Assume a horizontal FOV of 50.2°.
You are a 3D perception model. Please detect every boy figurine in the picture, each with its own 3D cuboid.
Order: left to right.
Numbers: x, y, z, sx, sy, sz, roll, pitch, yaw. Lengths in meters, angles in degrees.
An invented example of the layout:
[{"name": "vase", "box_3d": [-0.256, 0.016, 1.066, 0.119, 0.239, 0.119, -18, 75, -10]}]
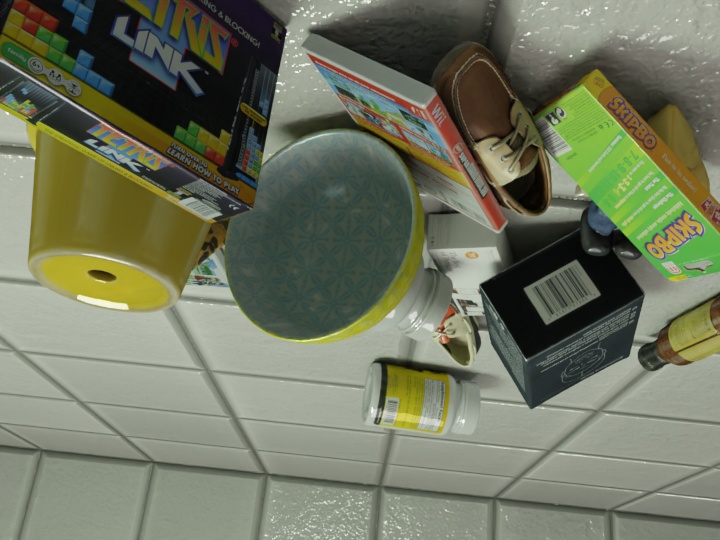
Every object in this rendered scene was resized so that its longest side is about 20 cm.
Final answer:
[{"name": "boy figurine", "box_3d": [0.270, -0.079, 0.720, 0.123, 0.065, 0.200, 9, 158, 3]}]

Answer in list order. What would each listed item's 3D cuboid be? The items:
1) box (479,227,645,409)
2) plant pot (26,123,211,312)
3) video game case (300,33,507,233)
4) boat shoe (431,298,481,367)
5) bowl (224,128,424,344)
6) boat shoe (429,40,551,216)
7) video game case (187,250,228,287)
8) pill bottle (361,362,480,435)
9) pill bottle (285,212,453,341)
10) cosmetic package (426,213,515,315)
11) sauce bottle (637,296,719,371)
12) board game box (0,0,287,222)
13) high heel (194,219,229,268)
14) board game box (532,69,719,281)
[{"name": "box", "box_3d": [0.236, 0.061, 0.912, 0.147, 0.108, 0.200, -28, 151, -1]}, {"name": "plant pot", "box_3d": [-0.210, -0.074, 0.694, 0.198, 0.191, 0.201, 6, 155, 3]}, {"name": "video game case", "box_3d": [0.043, -0.113, 0.659, 0.143, 0.018, 0.200, 35, 175, 35]}, {"name": "boat shoe", "box_3d": [0.125, 0.077, 1.098, 0.070, 0.063, 0.200, -3, 153, 24]}, {"name": "bowl", "box_3d": [-0.019, -0.019, 0.728, 0.198, 0.203, 0.108, -5, 159, 24]}, {"name": "boat shoe", "box_3d": [0.119, -0.111, 0.640, 0.072, 0.076, 0.200, 41, 179, 36]}, {"name": "video game case", "box_3d": [-0.274, -0.031, 1.008, 0.180, 0.022, 0.201, 3, 155, 7]}, {"name": "pill bottle", "box_3d": [0.109, 0.236, 1.389, 0.197, 0.116, 0.114, 10, 156, -7]}, {"name": "pill bottle", "box_3d": [0.000, 0.000, 0.859, 0.199, 0.110, 0.109, 28, 150, -16]}, {"name": "cosmetic package", "box_3d": [0.144, -0.002, 0.933, 0.082, 0.051, 0.200, -4, 154, 19]}, {"name": "sauce bottle", "box_3d": [0.450, 0.091, 1.049, 0.065, 0.067, 0.200, 12, 157, -12]}, {"name": "board game box", "box_3d": [-0.148, -0.151, 0.534, 0.056, 0.167, 0.199, -12, 151, 39]}, {"name": "high heel", "box_3d": [-0.154, -0.015, 0.863, 0.199, 0.144, 0.071, 26, 149, -37]}, {"name": "board game box", "box_3d": [0.232, -0.072, 0.647, 0.200, 0.030, 0.095, 47, 161, -6]}]
